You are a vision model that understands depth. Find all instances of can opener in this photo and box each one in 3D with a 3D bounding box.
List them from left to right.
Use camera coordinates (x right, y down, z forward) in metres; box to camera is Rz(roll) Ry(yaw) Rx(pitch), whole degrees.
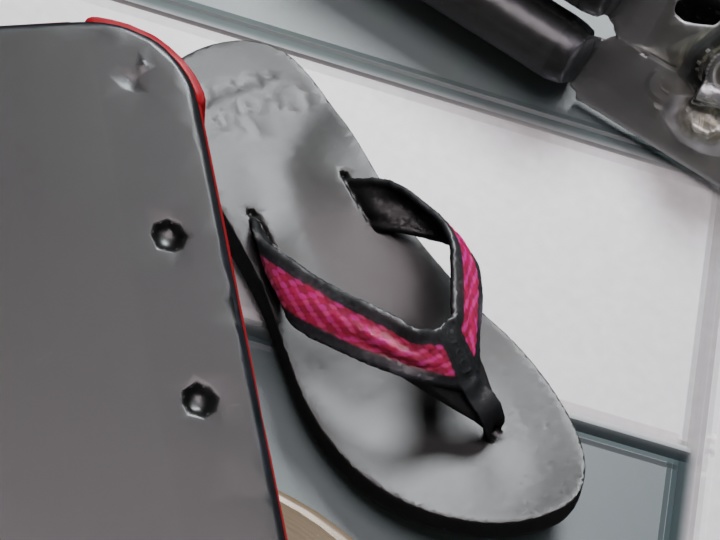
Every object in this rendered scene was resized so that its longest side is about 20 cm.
[{"bbox_3d":[0.073,-0.096,0.984,0.199,0.054,0.067,33,23,6],"label":"can opener"}]

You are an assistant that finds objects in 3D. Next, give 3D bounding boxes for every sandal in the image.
[{"bbox_3d":[0.000,0.000,0.892,0.075,0.045,0.200,-25,68,-29],"label":"sandal"}]

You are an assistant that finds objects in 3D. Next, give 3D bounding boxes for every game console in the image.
[{"bbox_3d":[-0.113,0.025,0.739,0.176,0.031,0.201,-6,63,-15],"label":"game console"}]

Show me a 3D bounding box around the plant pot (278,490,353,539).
[{"bbox_3d":[-0.056,0.126,0.767,0.200,0.093,0.202,8,55,-12],"label":"plant pot"}]
